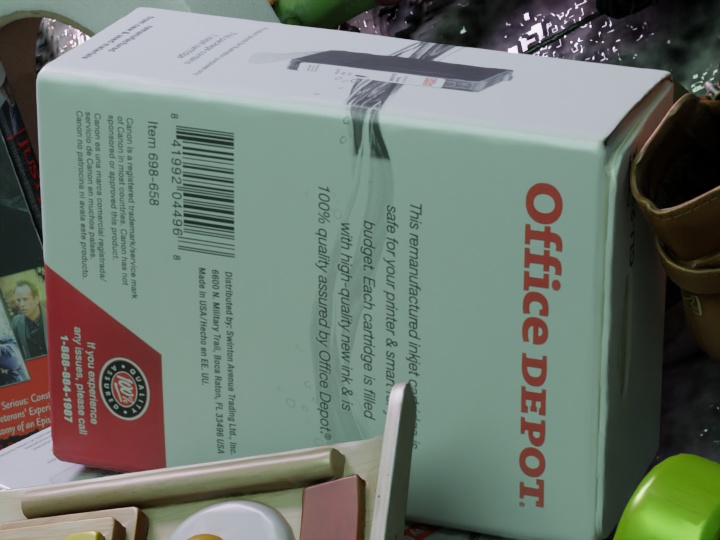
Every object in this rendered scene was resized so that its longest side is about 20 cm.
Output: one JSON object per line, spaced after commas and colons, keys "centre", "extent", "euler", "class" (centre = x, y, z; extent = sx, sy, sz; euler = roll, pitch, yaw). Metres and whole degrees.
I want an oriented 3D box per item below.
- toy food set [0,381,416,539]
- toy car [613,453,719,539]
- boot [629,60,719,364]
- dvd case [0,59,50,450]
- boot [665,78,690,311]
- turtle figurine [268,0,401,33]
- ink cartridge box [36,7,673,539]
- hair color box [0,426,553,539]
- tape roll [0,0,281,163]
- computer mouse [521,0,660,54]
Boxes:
{"centre": [-0.077, 0.114, 0.928], "extent": [0.200, 0.060, 0.144], "euler": [-9, 57, 26], "class": "toy food set"}
{"centre": [0.199, 0.065, 0.887], "extent": [0.164, 0.158, 0.200], "euler": [20, 66, 30], "class": "toy car"}
{"centre": [0.178, -0.049, 0.969], "extent": [0.200, 0.155, 0.077], "euler": [-41, 48, 1], "class": "boot"}
{"centre": [-0.175, 0.011, 1.142], "extent": [0.146, 0.200, 0.022], "euler": [-15, 12, 23], "class": "dvd case"}
{"centre": [0.049, 0.002, 1.091], "extent": [0.200, 0.075, 0.097], "euler": [-29, 23, 26], "class": "boot"}
{"centre": [-0.042, -0.141, 1.163], "extent": [0.194, 0.144, 0.200], "euler": [-18, 71, 8], "class": "turtle figurine"}
{"centre": [0.000, 0.000, 0.997], "extent": [0.200, 0.145, 0.084], "euler": [9, 24, 20], "class": "ink cartridge box"}
{"centre": [-0.029, 0.103, 1.023], "extent": [0.200, 0.064, 0.111], "euler": [16, 29, 39], "class": "hair color box"}
{"centre": [-0.098, -0.054, 1.123], "extent": [0.202, 0.203, 0.037], "euler": [14, 35, 37], "class": "tape roll"}
{"centre": [0.069, -0.072, 1.125], "extent": [0.200, 0.059, 0.034], "euler": [-35, 66, 1], "class": "computer mouse"}
